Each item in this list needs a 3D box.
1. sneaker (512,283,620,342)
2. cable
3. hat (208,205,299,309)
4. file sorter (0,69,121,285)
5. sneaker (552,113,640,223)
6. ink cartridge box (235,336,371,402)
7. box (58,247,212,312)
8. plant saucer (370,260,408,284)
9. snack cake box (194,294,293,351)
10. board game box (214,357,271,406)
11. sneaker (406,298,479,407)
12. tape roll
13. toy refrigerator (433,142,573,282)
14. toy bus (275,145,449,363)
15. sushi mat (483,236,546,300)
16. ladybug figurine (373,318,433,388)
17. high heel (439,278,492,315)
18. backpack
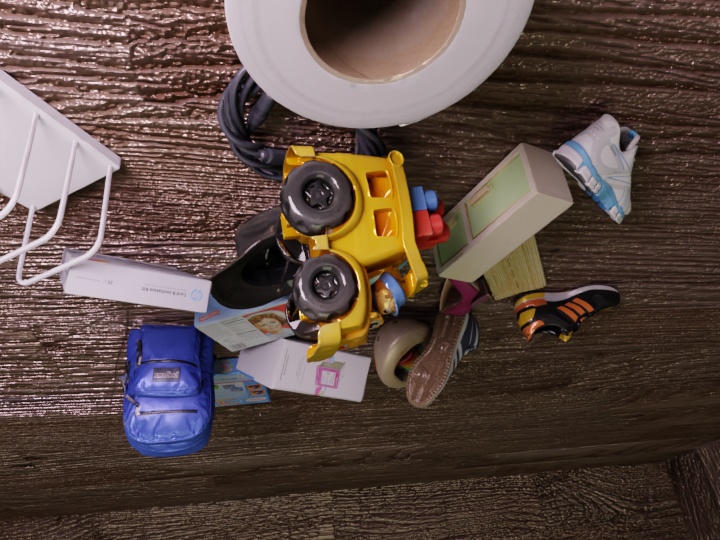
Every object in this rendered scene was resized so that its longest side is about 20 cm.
[{"bbox_3d":[0.380,0.085,1.066,0.195,0.092,0.070,-6,151,-2],"label":"sneaker"},{"bbox_3d":[-0.057,-0.138,0.615,0.159,0.052,0.201,-12,152,4],"label":"cable"},{"bbox_3d":[-0.107,-0.033,0.758,0.197,0.082,0.201,-22,159,-8],"label":"hat"},{"bbox_3d":[-0.358,-0.088,0.559,0.136,0.127,0.200,-18,150,20],"label":"file sorter"},{"bbox_3d":[0.308,-0.123,0.714,0.087,0.075,0.199,-47,147,15],"label":"sneaker"},{"bbox_3d":[-0.100,0.169,1.054,0.197,0.087,0.143,20,172,-38],"label":"ink cartridge box"},{"bbox_3d":[-0.285,0.010,0.730,0.153,0.042,0.199,12,178,-30],"label":"box"},{"bbox_3d":[0.000,0.000,0.818,0.198,0.036,0.200,-34,168,-8],"label":"plant saucer"},{"bbox_3d":[-0.145,0.056,0.918,0.195,0.069,0.115,-16,148,14],"label":"snack cake box"},{"bbox_3d":[-0.272,0.238,1.238,0.147,0.037,0.201,-4,150,-5],"label":"board game box"},{"bbox_3d":[0.156,0.159,1.069,0.069,0.204,0.108,22,175,32],"label":"sneaker"},{"bbox_3d":[0.007,-0.219,0.400,0.197,0.142,0.204,-6,150,-3],"label":"tape roll"},{"bbox_3d":[0.173,-0.068,0.767,0.069,0.078,0.200,9,147,-27],"label":"toy refrigerator"},{"bbox_3d":[0.010,-0.019,0.608,0.187,0.205,0.136,-4,165,-14],"label":"toy bus"},{"bbox_3d":[0.247,-0.006,0.956,0.094,0.012,0.200,-15,149,17],"label":"sushi mat"},{"bbox_3d":[0.081,0.151,1.105,0.135,0.072,0.201,-42,147,-7],"label":"ladybug figurine"},{"bbox_3d":[0.143,0.029,0.935,0.095,0.069,0.200,-25,148,17],"label":"high heel"},{"bbox_3d":[-0.328,0.202,0.992,0.158,0.204,0.169,-1,151,-10],"label":"backpack"}]
